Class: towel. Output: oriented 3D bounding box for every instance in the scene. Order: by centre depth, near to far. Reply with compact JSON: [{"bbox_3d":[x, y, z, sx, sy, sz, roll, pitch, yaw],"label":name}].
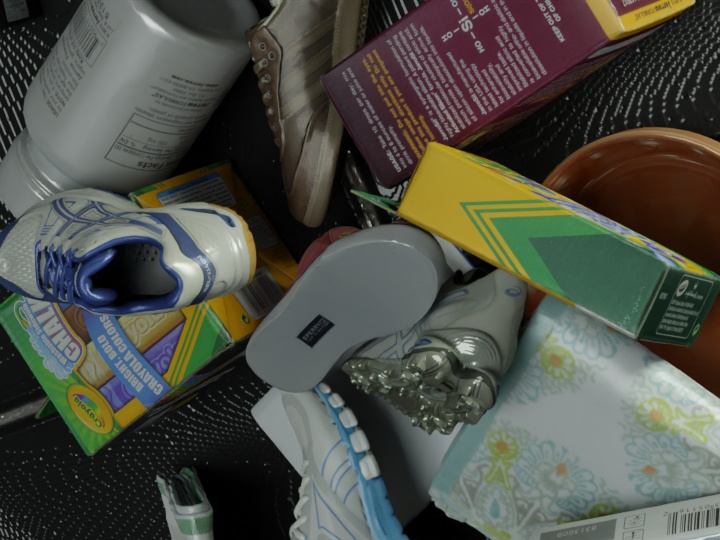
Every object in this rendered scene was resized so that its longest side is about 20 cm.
[{"bbox_3d":[0.148,0.123,1.652,0.171,0.048,0.200,33,132,6],"label":"towel"},{"bbox_3d":[-0.115,0.247,1.819,0.031,0.149,0.200,-5,97,-7],"label":"towel"}]

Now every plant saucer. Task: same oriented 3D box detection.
[{"bbox_3d":[0.192,0.008,1.632,0.200,0.032,0.201,9,108,29],"label":"plant saucer"}]

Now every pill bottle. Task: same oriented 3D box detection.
[{"bbox_3d":[-0.161,-0.115,1.756,0.114,0.114,0.200,45,122,12],"label":"pill bottle"}]

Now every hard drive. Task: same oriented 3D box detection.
[{"bbox_3d":[0.029,0.083,1.754,0.132,0.025,0.200,50,122,9],"label":"hard drive"}]

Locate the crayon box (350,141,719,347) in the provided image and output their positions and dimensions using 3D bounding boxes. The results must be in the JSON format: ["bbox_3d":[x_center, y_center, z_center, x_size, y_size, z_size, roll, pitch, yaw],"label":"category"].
[{"bbox_3d":[0.108,-0.021,1.575,0.200,0.126,0.052,27,97,21],"label":"crayon box"}]

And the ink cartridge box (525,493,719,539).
[{"bbox_3d":[0.206,0.236,1.624,0.160,0.047,0.200,-13,117,17],"label":"ink cartridge box"}]

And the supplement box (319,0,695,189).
[{"bbox_3d":[0.089,-0.141,1.602,0.200,0.110,0.086,-33,86,33],"label":"supplement box"}]

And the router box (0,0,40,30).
[{"bbox_3d":[-0.336,-0.231,1.857,0.200,0.062,0.150,-7,101,32],"label":"router box"}]

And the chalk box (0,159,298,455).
[{"bbox_3d":[-0.153,0.035,1.790,0.200,0.125,0.124,-36,84,32],"label":"chalk box"}]

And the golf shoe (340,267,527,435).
[{"bbox_3d":[0.056,0.047,1.652,0.078,0.097,0.200,35,164,-14],"label":"golf shoe"}]

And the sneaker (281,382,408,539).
[{"bbox_3d":[-0.020,0.165,1.710,0.087,0.075,0.200,-22,75,-8],"label":"sneaker"}]

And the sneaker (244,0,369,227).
[{"bbox_3d":[-0.039,-0.131,1.698,0.075,0.070,0.200,9,99,5],"label":"sneaker"}]

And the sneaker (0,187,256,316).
[{"bbox_3d":[-0.168,-0.009,1.661,0.200,0.088,0.075,-3,104,33],"label":"sneaker"}]

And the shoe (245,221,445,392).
[{"bbox_3d":[0.000,0.000,1.655,0.071,0.091,0.200,37,142,-10],"label":"shoe"}]
